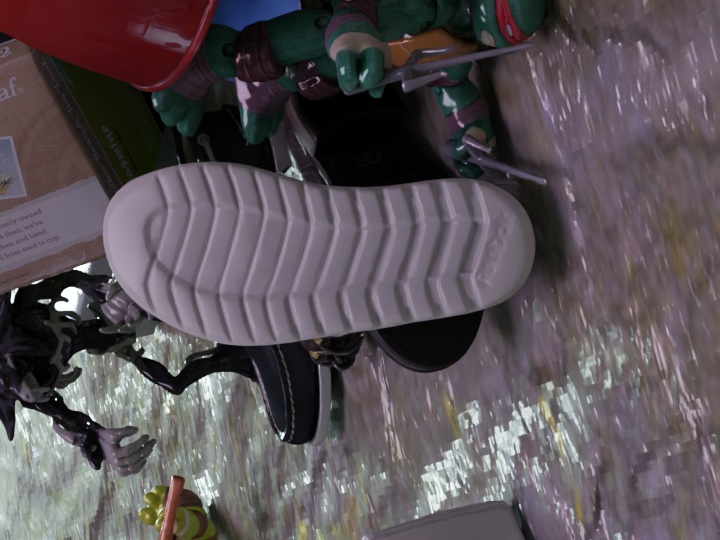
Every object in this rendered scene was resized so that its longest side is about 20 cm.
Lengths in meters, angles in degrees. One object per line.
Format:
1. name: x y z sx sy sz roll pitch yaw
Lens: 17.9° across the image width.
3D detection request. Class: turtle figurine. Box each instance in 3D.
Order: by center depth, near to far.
1. turtle figurine: 0.014 -0.094 1.015 0.200 0.150 0.101 -4 68 34
2. turtle figurine: -0.103 0.197 1.482 0.161 0.064 0.200 -135 31 -64

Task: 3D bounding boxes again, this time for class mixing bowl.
1. mixing bowl: -0.135 -0.181 0.992 0.200 0.108 0.201 -179 90 -64

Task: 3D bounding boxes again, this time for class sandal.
1. sandal: -0.018 -0.006 1.046 0.050 0.202 0.083 -5 -82 -75

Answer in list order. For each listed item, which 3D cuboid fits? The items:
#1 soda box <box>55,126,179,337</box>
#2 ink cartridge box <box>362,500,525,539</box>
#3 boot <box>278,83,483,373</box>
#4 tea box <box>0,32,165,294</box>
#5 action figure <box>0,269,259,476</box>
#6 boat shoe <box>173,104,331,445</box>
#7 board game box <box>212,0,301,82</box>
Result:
1. soda box: -0.159 -0.031 1.505 0.200 0.064 0.068 112 141 -54
2. ink cartridge box: 0.054 0.233 1.108 0.146 0.085 0.200 114 140 -54
3. boot: 0.000 0.000 1.166 0.174 0.069 0.200 104 151 -55
4. tea box: -0.232 -0.082 1.321 0.197 0.200 0.134 -84 -28 -58
5. action figure: -0.146 0.048 1.335 0.102 0.200 0.119 38 135 53
6. boat shoe: -0.063 0.006 1.302 0.076 0.060 0.200 163 95 -67
7. board game box: -0.063 -0.203 1.236 0.158 0.039 0.200 14 117 58
